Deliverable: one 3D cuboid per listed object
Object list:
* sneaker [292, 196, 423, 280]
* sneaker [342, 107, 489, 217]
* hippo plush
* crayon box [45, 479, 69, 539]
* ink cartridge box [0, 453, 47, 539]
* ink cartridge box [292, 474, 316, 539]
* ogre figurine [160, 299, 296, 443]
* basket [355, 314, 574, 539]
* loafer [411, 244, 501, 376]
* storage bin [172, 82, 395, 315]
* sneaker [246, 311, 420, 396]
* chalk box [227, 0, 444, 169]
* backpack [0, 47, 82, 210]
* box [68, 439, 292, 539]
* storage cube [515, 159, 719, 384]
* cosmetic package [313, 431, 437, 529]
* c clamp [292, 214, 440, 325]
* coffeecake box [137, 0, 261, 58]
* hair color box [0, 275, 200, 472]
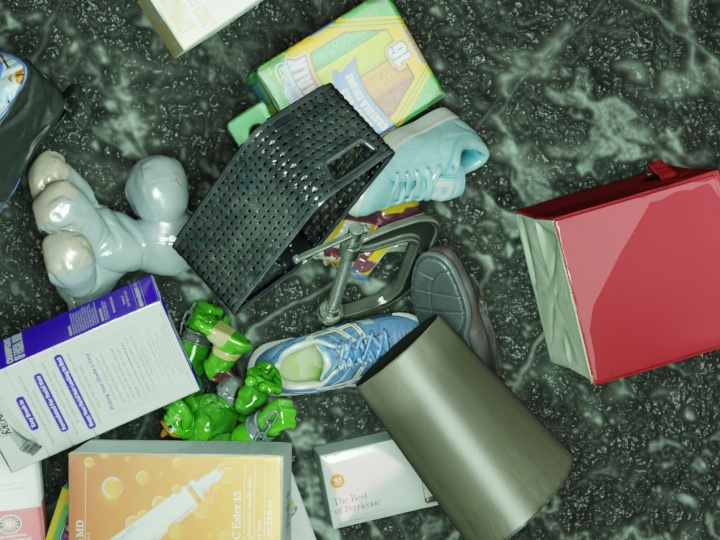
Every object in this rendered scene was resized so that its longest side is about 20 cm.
[{"bbox_3d":[-0.027,-0.029,1.699,0.198,0.075,0.091,-12,90,-8],"label":"sneaker"},{"bbox_3d":[0.063,-0.100,1.658,0.082,0.074,0.200,34,47,19],"label":"sneaker"},{"bbox_3d":[-0.231,-0.032,1.622,0.159,0.159,0.202,-13,96,-8],"label":"hippo plush"},{"bbox_3d":[-0.263,0.308,1.646,0.118,0.058,0.202,23,111,3],"label":"crayon box"},{"bbox_3d":[-0.395,0.176,1.646,0.144,0.085,0.202,-5,97,-10],"label":"ink cartridge box"},{"bbox_3d":[-0.106,0.280,1.671,0.119,0.042,0.201,-33,128,-23],"label":"ink cartridge box"},{"bbox_3d":[-0.139,0.129,1.652,0.200,0.098,0.121,38,108,26],"label":"ogre figurine"},{"bbox_3d":[0.100,0.156,1.648,0.136,0.180,0.200,-39,93,21],"label":"basket"},{"bbox_3d":[0.104,0.052,1.710,0.063,0.071,0.202,-44,131,-39],"label":"loafer"},{"bbox_3d":[-0.074,-0.066,1.549,0.094,0.200,0.135,46,43,7],"label":"storage bin"},{"bbox_3d":[-0.017,0.093,1.709,0.198,0.077,0.077,-16,95,-11],"label":"sneaker"},{"bbox_3d":[-0.036,-0.175,1.662,0.199,0.124,0.125,-33,98,-6],"label":"chalk box"},{"bbox_3d":[-0.401,-0.147,1.568,0.201,0.190,0.154,-55,139,-12],"label":"backpack"},{"bbox_3d":[-0.166,0.226,1.532,0.198,0.097,0.126,0,91,3],"label":"box"},{"bbox_3d":[0.280,-0.001,1.706,0.178,0.171,0.202,-16,97,-7],"label":"storage cube"},{"bbox_3d":[0.056,0.209,1.742,0.198,0.051,0.083,-12,95,-9],"label":"cosmetic package"},{"bbox_3d":[0.000,0.000,1.653,0.170,0.201,0.027,-23,65,-17],"label":"c clamp"},{"bbox_3d":[-0.117,-0.297,1.625,0.199,0.153,0.073,-35,99,-6],"label":"coffeecake box"},{"bbox_3d":[-0.266,0.098,1.569,0.198,0.065,0.110,-24,120,-6],"label":"hair color box"}]
